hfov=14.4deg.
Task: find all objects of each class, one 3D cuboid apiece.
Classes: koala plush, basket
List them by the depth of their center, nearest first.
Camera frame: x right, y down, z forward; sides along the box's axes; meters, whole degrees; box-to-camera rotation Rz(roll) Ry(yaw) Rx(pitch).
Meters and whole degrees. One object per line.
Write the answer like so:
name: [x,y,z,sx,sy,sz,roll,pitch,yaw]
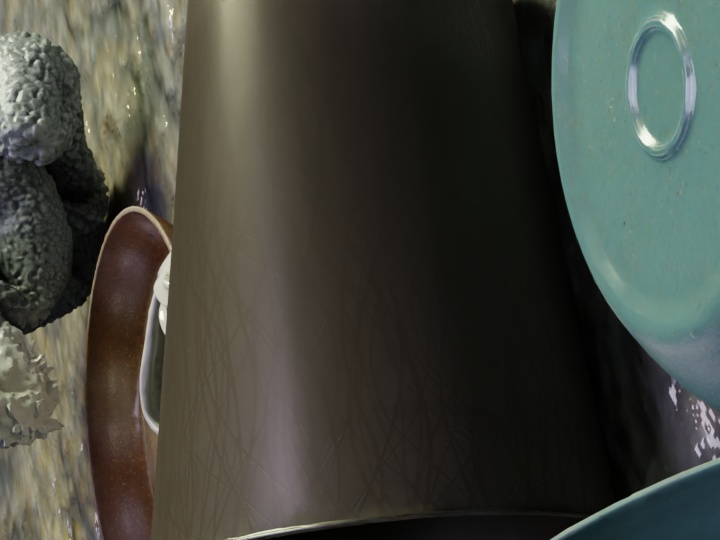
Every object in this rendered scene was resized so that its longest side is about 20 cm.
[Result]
basket: [0.000,0.000,0.960,0.180,0.135,0.201,-19,68,44]
koala plush: [-0.211,0.016,1.413,0.184,0.176,0.201,69,-161,-45]

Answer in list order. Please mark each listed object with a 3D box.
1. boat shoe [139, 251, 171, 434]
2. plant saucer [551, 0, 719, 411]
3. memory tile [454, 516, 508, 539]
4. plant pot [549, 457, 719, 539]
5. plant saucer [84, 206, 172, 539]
boat shoe: [-0.052,0.008,1.150,0.072,0.066,0.200,50,152,11]
plant saucer: [0.100,-0.053,0.823,0.200,0.036,0.202,178,90,-69]
memory tile: [0.017,0.193,1.029,0.153,0.017,0.201,-26,62,54]
plant pot: [0.103,0.139,0.660,0.135,0.200,0.200,63,163,-13]
plant saucer: [-0.088,0.070,1.337,0.200,0.034,0.202,178,90,-68]
